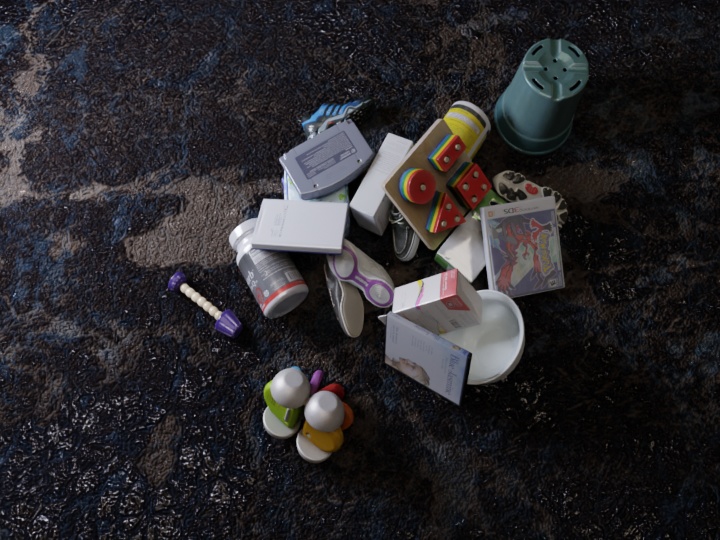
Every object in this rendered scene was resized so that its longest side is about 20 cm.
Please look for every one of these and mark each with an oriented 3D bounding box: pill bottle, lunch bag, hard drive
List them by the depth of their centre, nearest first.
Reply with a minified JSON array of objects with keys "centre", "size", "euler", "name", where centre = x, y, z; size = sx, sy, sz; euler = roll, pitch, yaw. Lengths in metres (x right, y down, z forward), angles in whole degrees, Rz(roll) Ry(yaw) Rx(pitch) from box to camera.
[{"centre":[-0.129,-0.097,1.191],"size":[0.192,0.026,0.135],"euler":[3,52,5],"name":"hard drive"},{"centre":[-0.209,-0.007,1.228],"size":[0.114,0.116,0.203],"euler":[-31,74,-6],"name":"pill bottle"},{"centre":[0.211,-0.283,1.284],"size":[0.112,0.115,0.203],"euler":[32,78,11],"name":"pill bottle"},{"centre":[-0.104,-0.171,1.286],"size":[0.154,0.083,0.208],"euler":[-5,74,0],"name":"lunch bag"}]

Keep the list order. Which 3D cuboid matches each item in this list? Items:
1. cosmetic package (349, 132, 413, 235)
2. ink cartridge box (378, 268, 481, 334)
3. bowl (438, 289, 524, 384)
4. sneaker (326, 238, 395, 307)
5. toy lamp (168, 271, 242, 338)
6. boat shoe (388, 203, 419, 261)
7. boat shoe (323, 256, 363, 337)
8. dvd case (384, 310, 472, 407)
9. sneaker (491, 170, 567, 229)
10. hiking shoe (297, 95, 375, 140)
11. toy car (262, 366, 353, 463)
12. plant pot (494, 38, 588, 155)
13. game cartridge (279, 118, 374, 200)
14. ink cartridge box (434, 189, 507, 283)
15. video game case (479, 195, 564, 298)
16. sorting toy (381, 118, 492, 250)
[{"centre":[0.057,-0.199,1.270],"size":[0.070,0.102,0.204],"euler":[23,77,22],"name":"cosmetic package"},{"centre":[0.145,0.079,1.156],"size":[0.195,0.116,0.069],"euler":[-19,45,33],"name":"ink cartridge box"},{"centre":[0.267,0.152,1.151],"size":[0.197,0.090,0.207],"euler":[-23,52,32],"name":"bowl"},{"centre":[0.000,0.000,1.221],"size":[0.200,0.100,0.075],"euler":[44,108,-1],"name":"sneaker"},{"centre":[-0.350,0.081,1.244],"size":[0.197,0.058,0.059],"euler":[36,79,15],"name":"toy lamp"},{"centre":[0.093,-0.126,1.241],"size":[0.071,0.070,0.209],"euler":[6,95,43],"name":"boat shoe"},{"centre":[-0.040,0.054,1.241],"size":[0.065,0.057,0.207],"euler":[-3,74,-36],"name":"boat shoe"},{"centre":[0.133,0.182,1.123],"size":[0.196,0.147,0.017],"euler":[25,43,29],"name":"dvd case"},{"centre":[0.391,-0.167,1.266],"size":[0.197,0.083,0.082],"euler":[34,94,-4],"name":"sneaker"},{"centre":[-0.057,-0.389,1.349],"size":[0.195,0.075,0.089],"euler":[-29,75,-5],"name":"hiking shoe"},{"centre":[-0.103,0.278,1.136],"size":[0.196,0.178,0.150],"euler":[29,43,11],"name":"toy car"},{"centre":[0.425,-0.407,1.265],"size":[0.192,0.197,0.208],"euler":[-1,74,2],"name":"plant pot"},{"centre":[-0.073,-0.249,1.247],"size":[0.196,0.041,0.135],"euler":[-30,67,-9],"name":"game cartridge"},{"centre":[0.268,-0.073,1.249],"size":[0.103,0.059,0.201],"euler":[38,80,11],"name":"ink cartridge box"},{"centre":[0.359,-0.049,1.208],"size":[0.175,0.023,0.208],"euler":[-9,95,-10],"name":"video game case"},{"centre":[0.177,-0.180,1.186],"size":[0.200,0.069,0.200],"euler":[-47,118,-7],"name":"sorting toy"}]
